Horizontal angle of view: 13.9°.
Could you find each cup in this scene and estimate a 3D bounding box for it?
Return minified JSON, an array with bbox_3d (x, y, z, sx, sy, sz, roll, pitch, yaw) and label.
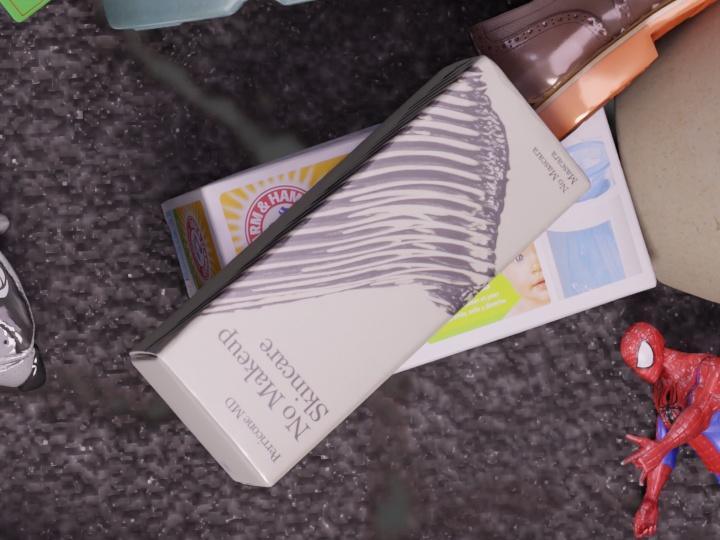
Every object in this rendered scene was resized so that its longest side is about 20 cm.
[{"bbox_3d":[0.202,-0.057,1.413,0.142,0.200,0.202,-13,91,14],"label":"cup"}]

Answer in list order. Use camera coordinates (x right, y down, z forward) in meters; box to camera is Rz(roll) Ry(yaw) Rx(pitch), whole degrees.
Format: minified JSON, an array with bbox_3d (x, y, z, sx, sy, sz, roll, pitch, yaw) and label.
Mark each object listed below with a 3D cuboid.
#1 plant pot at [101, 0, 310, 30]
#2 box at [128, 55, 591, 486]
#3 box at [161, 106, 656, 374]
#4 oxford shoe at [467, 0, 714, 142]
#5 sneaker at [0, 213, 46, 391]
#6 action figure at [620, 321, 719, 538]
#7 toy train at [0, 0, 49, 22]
[{"bbox_3d":[-0.060,-0.218,1.347,0.199,0.200,0.198,-12,99,-15],"label":"plant pot"},{"bbox_3d":[0.000,0.000,1.299,0.200,0.068,0.082,-44,100,-13],"label":"box"},{"bbox_3d":[0.020,-0.013,1.393,0.199,0.101,0.113,-19,92,-15],"label":"box"},{"bbox_3d":[0.135,-0.146,1.349,0.200,0.071,0.073,-42,90,-18],"label":"oxford shoe"},{"bbox_3d":[-0.203,0.058,1.348,0.115,0.075,0.201,16,82,-16],"label":"sneaker"},{"bbox_3d":[0.177,0.120,1.442,0.099,0.065,0.200,-40,97,-30],"label":"action figure"},{"bbox_3d":[-0.193,-0.193,1.336,0.056,0.042,0.200,-36,127,2],"label":"toy train"}]
